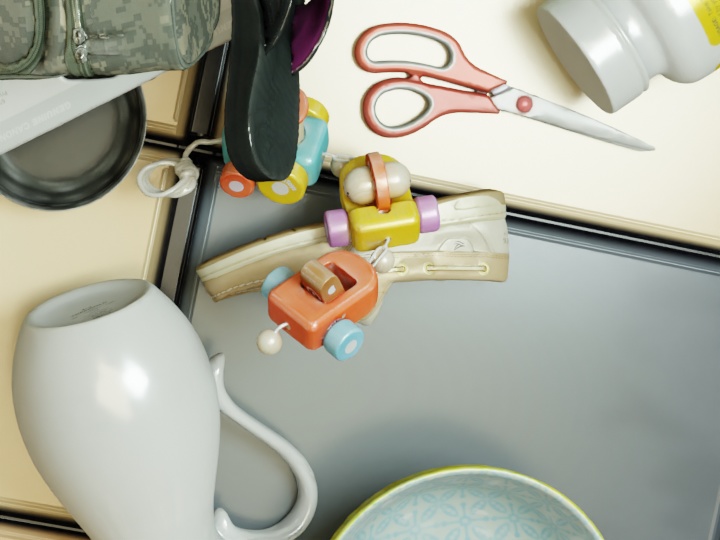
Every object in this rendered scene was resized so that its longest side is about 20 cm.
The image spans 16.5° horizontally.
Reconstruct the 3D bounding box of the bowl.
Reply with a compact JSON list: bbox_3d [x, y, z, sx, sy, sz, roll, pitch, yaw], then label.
[{"bbox_3d":[0.057,0.212,1.553,0.200,0.108,0.201,-1,96,-8],"label":"bowl"}]

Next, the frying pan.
[{"bbox_3d":[-0.164,-0.123,1.523,0.115,0.031,0.190,39,90,-1],"label":"frying pan"}]

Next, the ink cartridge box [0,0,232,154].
[{"bbox_3d":[-0.180,-0.187,1.491,0.200,0.044,0.174,-26,107,6],"label":"ink cartridge box"}]

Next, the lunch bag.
[{"bbox_3d":[-0.175,-0.203,1.399,0.167,0.139,0.200,-1,108,10],"label":"lunch bag"}]

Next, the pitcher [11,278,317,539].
[{"bbox_3d":[-0.119,0.102,1.525,0.171,0.121,0.200,-24,109,-26],"label":"pitcher"}]

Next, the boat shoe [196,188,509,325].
[{"bbox_3d":[0.000,0.000,1.543,0.200,0.074,0.069,-12,91,-8],"label":"boat shoe"}]

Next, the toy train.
[{"bbox_3d":[-0.040,-0.041,1.478,0.150,0.056,0.200,-30,54,-25],"label":"toy train"}]

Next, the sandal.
[{"bbox_3d":[-0.041,-0.151,1.447,0.048,0.075,0.201,-4,81,27],"label":"sandal"}]

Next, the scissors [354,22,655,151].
[{"bbox_3d":[0.094,-0.116,1.577,0.200,0.014,0.073,4,93,-7],"label":"scissors"}]

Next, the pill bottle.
[{"bbox_3d":[0.213,-0.186,1.539,0.200,0.111,0.111,-35,99,-5],"label":"pill bottle"}]
